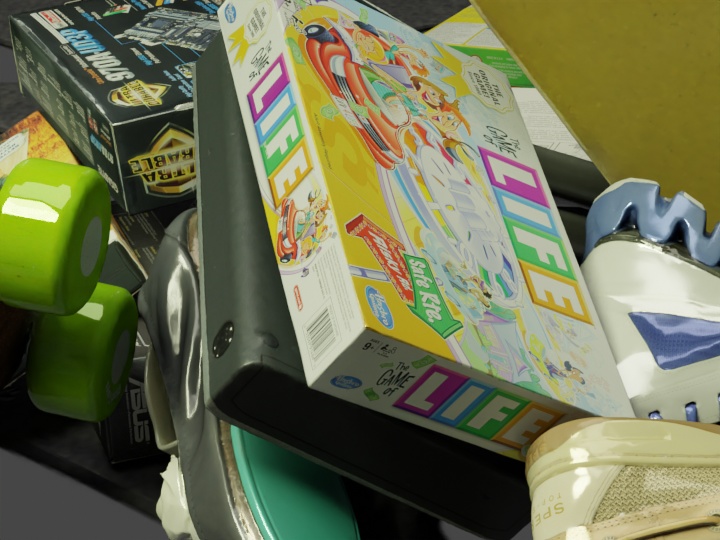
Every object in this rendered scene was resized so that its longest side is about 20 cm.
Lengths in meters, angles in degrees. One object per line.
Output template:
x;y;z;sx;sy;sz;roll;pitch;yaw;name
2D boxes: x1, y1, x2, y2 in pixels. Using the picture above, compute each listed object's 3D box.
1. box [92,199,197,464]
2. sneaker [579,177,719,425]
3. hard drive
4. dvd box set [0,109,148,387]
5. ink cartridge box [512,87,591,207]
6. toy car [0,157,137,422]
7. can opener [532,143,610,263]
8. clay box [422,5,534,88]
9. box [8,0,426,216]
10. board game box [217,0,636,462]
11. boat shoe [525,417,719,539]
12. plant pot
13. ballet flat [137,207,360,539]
-0.064;0.014;0.935;0.157;0.049;0.200;-10;23;-17;box
0.150;0.055;0.786;0.199;0.081;0.115;28;61;24;sneaker
0.000;0.000;0.790;0.139;0.033;0.201;27;34;-27;hard drive
-0.183;0.002;0.927;0.146;0.029;0.200;-35;27;-2;dvd box set
0.056;-0.060;1.105;0.198;0.045;0.176;4;22;17;ink cartridge box
-0.191;0.058;0.722;0.163;0.158;0.201;11;59;9;toy car
0.078;-0.036;0.989;0.199;0.054;0.067;17;-6;1;can opener
0.126;-0.153;1.319;0.114;0.048;0.200;9;24;27;clay box
-0.069;-0.096;0.958;0.158;0.046;0.200;-15;26;-19;box
0.022;-0.023;0.763;0.134;0.034;0.201;21;37;-35;board game box
0.158;0.094;0.706;0.198;0.071;0.065;1;57;-2;boat shoe
0.166;-0.158;0.872;0.199;0.196;0.195;-32;26;19;plant pot
-0.050;0.065;0.771;0.072;0.073;0.201;-8;51;-12;ballet flat
